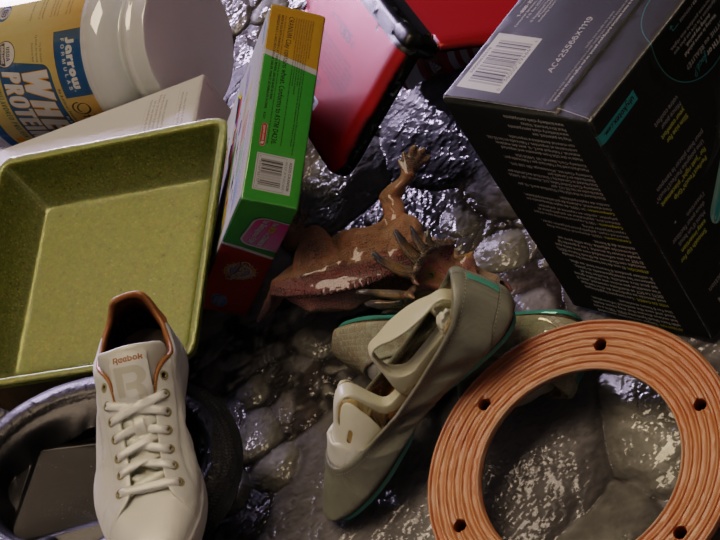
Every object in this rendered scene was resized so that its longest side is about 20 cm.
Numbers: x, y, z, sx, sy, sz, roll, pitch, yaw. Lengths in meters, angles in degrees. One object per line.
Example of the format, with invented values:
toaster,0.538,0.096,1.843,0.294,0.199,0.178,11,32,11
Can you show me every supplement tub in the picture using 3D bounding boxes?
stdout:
supplement tub,-0.221,-0.178,1.867,0.200,0.145,0.145,-6,47,34

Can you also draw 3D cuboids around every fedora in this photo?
fedora,-0.168,0.161,1.503,0.200,0.092,0.201,-9,45,9

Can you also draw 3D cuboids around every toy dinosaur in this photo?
toy dinosaur,0.000,0.000,1.542,0.200,0.086,0.136,-19,31,17

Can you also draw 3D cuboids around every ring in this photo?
ring,0.135,0.121,1.356,0.200,0.019,0.201,-15,55,22

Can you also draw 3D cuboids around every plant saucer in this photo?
plant saucer,-0.185,-0.001,1.615,0.199,0.048,0.200,-9,56,24

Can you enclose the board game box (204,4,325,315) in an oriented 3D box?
board game box,-0.073,-0.075,1.597,0.040,0.200,0.153,11,66,-9

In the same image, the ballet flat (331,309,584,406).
ballet flat,0.058,0.062,1.470,0.200,0.067,0.063,-6,60,34

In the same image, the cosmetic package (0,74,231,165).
cosmetic package,-0.196,-0.067,1.780,0.200,0.085,0.108,-18,40,23

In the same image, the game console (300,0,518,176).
game console,0.039,-0.161,1.643,0.173,0.118,0.200,-60,27,17

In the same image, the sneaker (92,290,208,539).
sneaker,-0.145,0.100,1.427,0.073,0.085,0.200,-14,49,3

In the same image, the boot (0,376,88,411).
boot,-0.211,0.029,1.699,0.200,0.073,0.156,-4,48,32

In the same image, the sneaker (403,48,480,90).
sneaker,0.080,-0.233,1.768,0.115,0.078,0.200,-12,55,16

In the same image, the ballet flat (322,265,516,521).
ballet flat,0.019,0.075,1.427,0.200,0.064,0.067,-51,26,21

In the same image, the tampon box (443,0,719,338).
tampon box,0.178,-0.084,1.417,0.126,0.200,0.150,15,59,46
